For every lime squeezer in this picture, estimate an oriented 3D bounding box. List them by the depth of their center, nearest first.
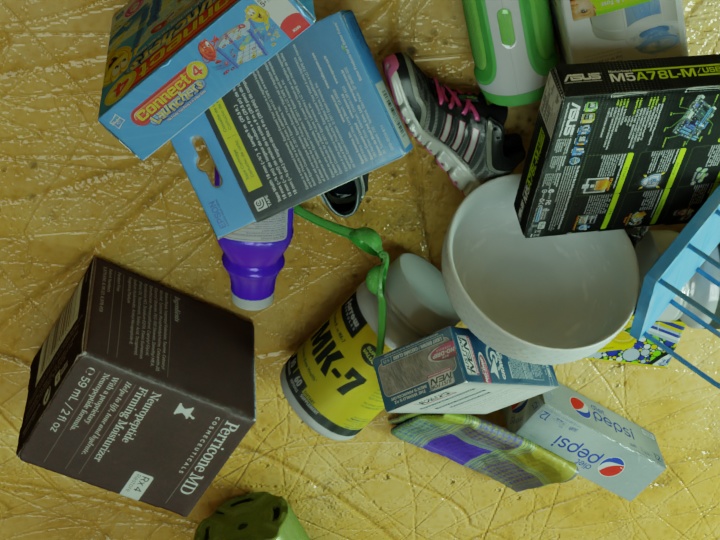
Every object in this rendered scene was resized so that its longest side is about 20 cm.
[{"bbox_3d":[0.000,0.000,1.375,0.070,0.201,0.038,-23,164,-19],"label":"lime squeezer"}]

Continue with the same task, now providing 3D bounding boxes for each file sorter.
[{"bbox_3d":[0.373,-0.003,1.300,0.200,0.122,0.139,-47,159,-17],"label":"file sorter"}]

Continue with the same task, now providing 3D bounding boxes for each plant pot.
[{"bbox_3d":[-0.116,0.379,1.631,0.199,0.200,0.191,-17,113,6],"label":"plant pot"}]

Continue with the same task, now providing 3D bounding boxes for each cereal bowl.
[{"bbox_3d":[0.171,0.007,1.337,0.198,0.202,0.083,7,151,-11],"label":"cereal bowl"}]

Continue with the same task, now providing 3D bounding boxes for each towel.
[{"bbox_3d":[0.144,0.211,1.572,0.199,0.023,0.143,27,155,-21],"label":"towel"}]

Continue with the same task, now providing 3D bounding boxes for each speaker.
[{"bbox_3d":[0.132,-0.256,1.239,0.088,0.089,0.201,-13,126,4],"label":"speaker"}]

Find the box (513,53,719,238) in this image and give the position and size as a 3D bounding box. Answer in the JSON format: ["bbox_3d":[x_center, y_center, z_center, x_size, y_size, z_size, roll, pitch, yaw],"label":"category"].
[{"bbox_3d":[0.254,-0.113,1.248,0.192,0.048,0.201,-8,145,-10],"label":"box"}]

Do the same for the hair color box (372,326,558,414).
[{"bbox_3d":[0.112,0.105,1.380,0.100,0.061,0.199,-25,161,30],"label":"hair color box"}]

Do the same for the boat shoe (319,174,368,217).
[{"bbox_3d":[-0.027,-0.143,1.321,0.072,0.062,0.201,-7,125,3],"label":"boat shoe"}]

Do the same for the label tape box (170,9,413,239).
[{"bbox_3d":[-0.071,-0.137,1.259,0.199,0.063,0.145,-23,98,14],"label":"label tape box"}]

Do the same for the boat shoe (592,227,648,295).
[{"bbox_3d":[0.268,-0.014,1.405,0.067,0.057,0.201,17,99,-61],"label":"boat shoe"}]

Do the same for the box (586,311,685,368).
[{"bbox_3d":[0.254,0.054,1.491,0.198,0.065,0.070,7,125,-11],"label":"box"}]

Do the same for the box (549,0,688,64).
[{"bbox_3d":[0.244,-0.224,1.267,0.112,0.102,0.201,-14,126,5],"label":"box"}]

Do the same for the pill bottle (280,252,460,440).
[{"bbox_3d":[0.013,0.082,1.456,0.114,0.115,0.200,31,117,-25],"label":"pill bottle"}]

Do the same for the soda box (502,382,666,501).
[{"bbox_3d":[0.266,0.198,1.596,0.199,0.064,0.068,28,119,-23],"label":"soda box"}]

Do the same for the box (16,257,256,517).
[{"bbox_3d":[-0.235,0.125,1.429,0.199,0.165,0.166,24,120,-21],"label":"box"}]

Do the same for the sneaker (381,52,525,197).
[{"bbox_3d":[0.097,-0.154,1.322,0.087,0.074,0.200,-32,128,17],"label":"sneaker"}]

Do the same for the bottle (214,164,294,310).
[{"bbox_3d":[-0.109,-0.052,1.377,0.083,0.065,0.201,3,126,-1],"label":"bottle"}]

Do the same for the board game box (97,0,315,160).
[{"bbox_3d":[-0.136,-0.220,1.173,0.199,0.196,0.056,-36,122,18],"label":"board game box"}]

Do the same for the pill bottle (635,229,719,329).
[{"bbox_3d":[0.402,0.006,1.442,0.198,0.114,0.115,0,126,-6],"label":"pill bottle"}]
